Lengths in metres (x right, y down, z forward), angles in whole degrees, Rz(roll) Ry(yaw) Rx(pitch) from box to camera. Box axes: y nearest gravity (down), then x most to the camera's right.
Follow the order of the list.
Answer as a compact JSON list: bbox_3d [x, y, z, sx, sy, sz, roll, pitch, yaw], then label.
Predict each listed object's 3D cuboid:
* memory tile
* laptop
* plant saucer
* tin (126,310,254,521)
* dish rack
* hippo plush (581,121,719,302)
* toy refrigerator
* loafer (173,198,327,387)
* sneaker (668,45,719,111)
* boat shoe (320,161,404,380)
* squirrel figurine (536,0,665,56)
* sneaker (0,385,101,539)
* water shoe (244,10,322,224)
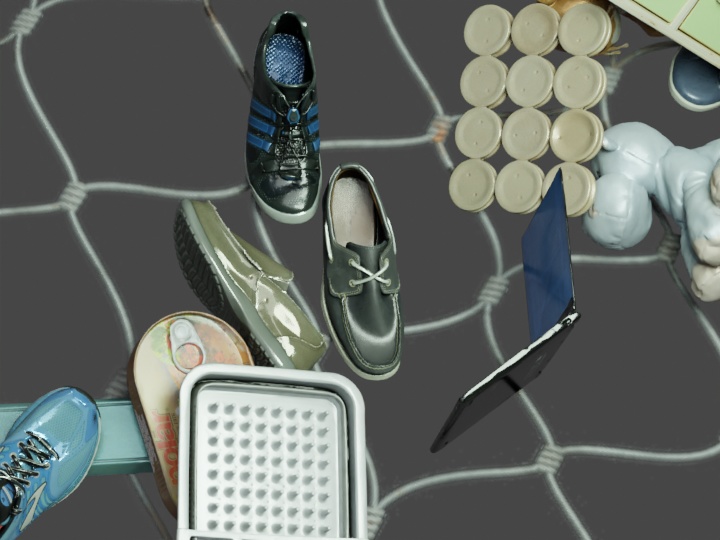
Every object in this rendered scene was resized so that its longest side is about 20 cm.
[{"bbox_3d":[0.158,-0.150,1.736,0.153,0.017,0.200,3,83,33],"label":"memory tile"},{"bbox_3d":[0.118,0.039,1.637,0.200,0.187,0.116,-35,78,-16],"label":"laptop"},{"bbox_3d":[-0.233,0.146,1.654,0.200,0.019,0.070,-3,72,-6],"label":"plant saucer"},{"bbox_3d":[-0.137,0.135,1.638,0.112,0.042,0.200,-12,78,-30],"label":"tin"},{"bbox_3d":[-0.079,0.184,1.603,0.172,0.044,0.200,6,71,-21],"label":"dish rack"},{"bbox_3d":[0.285,-0.082,1.710,0.161,0.159,0.200,15,88,10],"label":"hippo plush"},{"bbox_3d":[0.309,-0.244,1.710,0.200,0.070,0.076,27,110,-26],"label":"toy refrigerator"},{"bbox_3d":[-0.100,0.017,1.690,0.070,0.075,0.200,-29,81,-26],"label":"loafer"},{"bbox_3d":[0.373,-0.240,1.813,0.075,0.085,0.200,39,72,7],"label":"sneaker"},{"bbox_3d":[0.000,0.000,1.703,0.072,0.068,0.200,-5,74,-10],"label":"boat shoe"},{"bbox_3d":[0.229,-0.300,1.807,0.187,0.142,0.200,-39,72,-5],"label":"squirrel figurine"},{"bbox_3d":[-0.290,0.185,1.583,0.078,0.090,0.200,38,80,-3],"label":"sneaker"},{"bbox_3d":[-0.073,-0.143,1.735,0.071,0.079,0.200,-3,72,-7],"label":"water shoe"}]
